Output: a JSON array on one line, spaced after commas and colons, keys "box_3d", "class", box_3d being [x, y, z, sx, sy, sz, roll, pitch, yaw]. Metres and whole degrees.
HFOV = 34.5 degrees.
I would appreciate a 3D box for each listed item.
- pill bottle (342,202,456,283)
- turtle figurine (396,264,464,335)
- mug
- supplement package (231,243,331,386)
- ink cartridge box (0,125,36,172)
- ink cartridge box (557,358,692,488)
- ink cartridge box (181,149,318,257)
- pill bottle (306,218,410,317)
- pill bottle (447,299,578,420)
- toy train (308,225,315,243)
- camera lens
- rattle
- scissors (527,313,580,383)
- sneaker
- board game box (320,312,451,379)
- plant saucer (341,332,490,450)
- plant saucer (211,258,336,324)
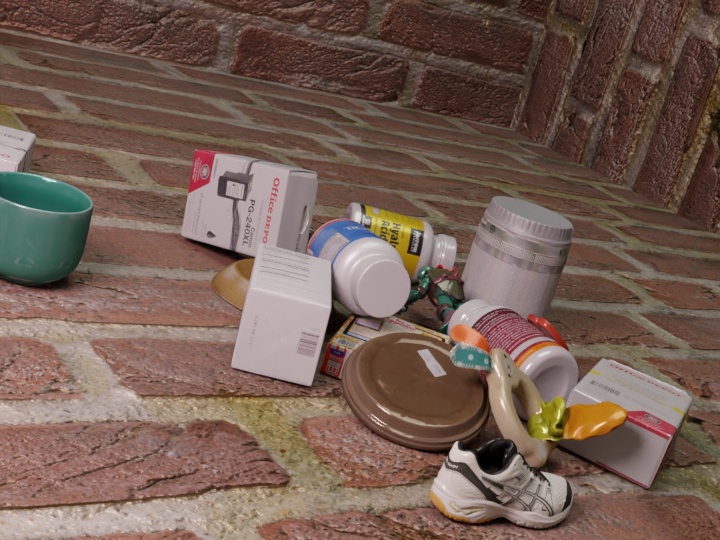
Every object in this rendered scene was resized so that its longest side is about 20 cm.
[{"box_3d": [0.063, -0.042, 2.025, 0.197, 0.113, 0.112, 14, 17, -12], "class": "pill bottle"}, {"box_3d": [0.123, 0.050, 1.836, 0.148, 0.102, 0.200, 8, 25, -30], "class": "turtle figurine"}, {"box_3d": [-0.446, -0.057, 1.547, 0.150, 0.116, 0.185, 7, 19, -30], "class": "mug"}, {"box_3d": [-0.102, 0.054, 1.550, 0.108, 0.116, 0.200, 14, 18, -6], "class": "supplement package"}, {"box_3d": [-0.595, -0.169, 1.801, 0.142, 0.086, 0.200, 13, 16, -12], "class": "ink cartridge box"}, {"box_3d": [0.367, 0.206, 1.603, 0.143, 0.085, 0.199, 24, 18, 20], "class": "ink cartridge box"}, {"box_3d": [-0.178, -0.104, 1.850, 0.198, 0.148, 0.083, 15, 7, 32], "class": "ink cartridge box"}, {"box_3d": [0.000, 0.000, 1.676, 0.110, 0.114, 0.200, 10, 12, -24], "class": "pill bottle"}, {"box_3d": [0.212, 0.121, 1.660, 0.111, 0.115, 0.200, 6, 21, -33], "class": "pill bottle"}, {"box_3d": [-0.046, -0.012, 1.864, 0.197, 0.085, 0.116, 19, 29, -19], "class": "toy train"}, {"box_3d": [0.257, -0.004, 1.948, 0.157, 0.203, 0.160, 15, 17, -5], "class": "camera lens"}, {"box_3d": [0.217, 0.136, 1.451, 0.142, 0.202, 0.130, -24, 4, 43], "class": "rattle"}, {"box_3d": [0.303, 0.135, 1.687, 0.201, 0.014, 0.073, 52, -10, -26], "class": "scissors"}, {"box_3d": [0.174, 0.235, 1.309, 0.197, 0.089, 0.075, 7, 17, -36], "class": "sneaker"}, {"box_3d": [0.040, 0.115, 1.620, 0.149, 0.047, 0.200, 20, 17, 8], "class": "board game box"}, {"box_3d": [0.073, 0.146, 1.476, 0.196, 0.030, 0.202, 10, 37, -7], "class": "plant saucer"}, {"box_3d": [-0.125, 0.026, 1.752, 0.197, 0.036, 0.201, 16, 16, -5], "class": "plant saucer"}]
